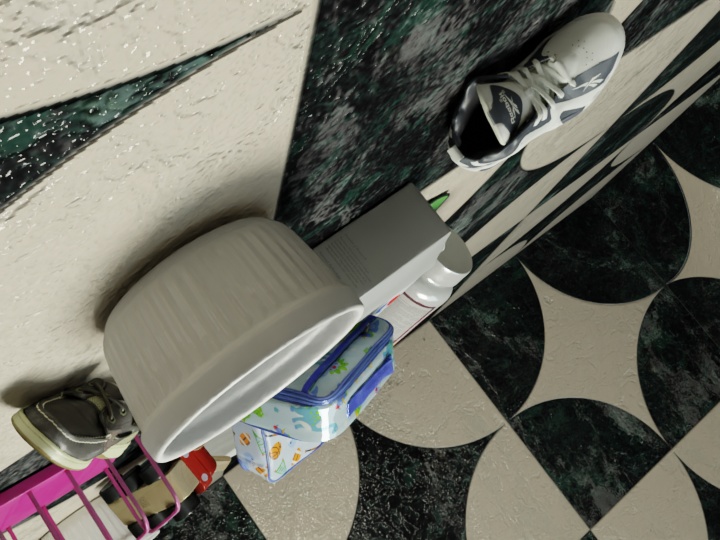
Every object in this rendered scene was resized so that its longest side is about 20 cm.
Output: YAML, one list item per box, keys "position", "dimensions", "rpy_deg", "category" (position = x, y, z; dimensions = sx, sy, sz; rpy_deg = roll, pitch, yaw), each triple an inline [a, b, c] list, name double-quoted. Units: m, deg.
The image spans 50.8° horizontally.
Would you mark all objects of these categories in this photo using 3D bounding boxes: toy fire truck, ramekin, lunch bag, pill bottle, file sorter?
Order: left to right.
- position: [-0.336, 0.298, 0.894]
  dimensions: [0.199, 0.126, 0.139]
  rpy_deg: [-28, 167, -46]
  category: "file sorter"
- position: [-0.454, 0.465, 1.289]
  dimensions: [0.200, 0.105, 0.200]
  rpy_deg: [-37, 171, -7]
  category: "ramekin"
- position: [-0.284, 0.324, 1.220]
  dimensions: [0.175, 0.129, 0.200]
  rpy_deg: [-31, -169, 35]
  category: "toy fire truck"
- position: [-0.105, 0.048, 0.603]
  dimensions: [0.200, 0.105, 0.200]
  rpy_deg: [-36, 169, -8]
  category: "ramekin"
- position: [-0.114, 0.197, 1.104]
  dimensions: [0.160, 0.075, 0.202]
  rpy_deg: [-33, 128, -46]
  category: "lunch bag"
- position: [-0.053, 0.120, 0.938]
  dimensions: [0.200, 0.160, 0.083]
  rpy_deg: [-41, 135, -50]
  category: "lunch bag"
- position: [0.065, 0.024, 1.106]
  dimensions: [0.200, 0.110, 0.109]
  rpy_deg: [-45, 168, 36]
  category: "pill bottle"

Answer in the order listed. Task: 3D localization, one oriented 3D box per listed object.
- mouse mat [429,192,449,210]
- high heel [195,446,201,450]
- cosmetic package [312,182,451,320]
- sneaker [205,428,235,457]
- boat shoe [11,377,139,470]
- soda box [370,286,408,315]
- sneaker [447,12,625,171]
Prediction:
- position: [0.029, -0.034, 1.051]
  dimensions: [0.199, 0.008, 0.161]
  rpy_deg: [-31, 168, -42]
  category: "mouse mat"
- position: [-0.188, 0.134, 0.978]
  dimensions: [0.200, 0.096, 0.068]
  rpy_deg: [-48, 137, -31]
  category: "high heel"
- position: [0.000, 0.000, 0.871]
  dimensions: [0.199, 0.081, 0.113]
  rpy_deg: [-36, 167, -18]
  category: "cosmetic package"
- position: [-0.275, 0.367, 1.619]
  dimensions: [0.199, 0.074, 0.116]
  rpy_deg: [-18, 161, -38]
  category: "sneaker"
- position: [-0.233, 0.125, 0.661]
  dimensions: [0.066, 0.072, 0.201]
  rpy_deg: [-47, 172, -8]
  category: "boat shoe"
- position: [-0.001, 0.036, 1.037]
  dimensions: [0.200, 0.068, 0.064]
  rpy_deg: [-45, 169, 36]
  category: "soda box"
- position: [0.156, -0.162, 0.703]
  dimensions: [0.198, 0.080, 0.130]
  rpy_deg: [-31, -178, 23]
  category: "sneaker"
